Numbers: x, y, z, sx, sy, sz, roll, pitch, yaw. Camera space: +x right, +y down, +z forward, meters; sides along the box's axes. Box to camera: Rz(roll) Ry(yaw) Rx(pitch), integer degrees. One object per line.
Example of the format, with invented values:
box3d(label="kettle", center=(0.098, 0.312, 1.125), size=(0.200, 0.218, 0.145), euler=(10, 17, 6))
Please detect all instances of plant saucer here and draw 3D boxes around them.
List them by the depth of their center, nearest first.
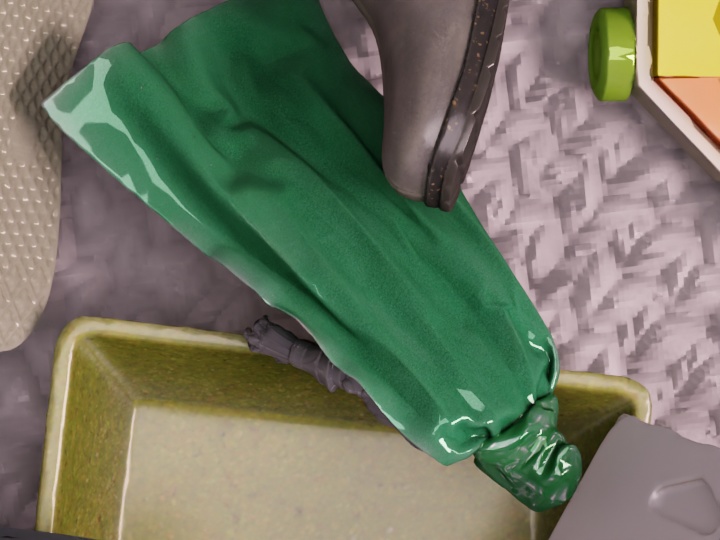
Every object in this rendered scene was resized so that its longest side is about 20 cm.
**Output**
box3d(label="plant saucer", center=(-0.014, 0.124, 0.957), size=(0.199, 0.048, 0.201), euler=(7, 90, -6))

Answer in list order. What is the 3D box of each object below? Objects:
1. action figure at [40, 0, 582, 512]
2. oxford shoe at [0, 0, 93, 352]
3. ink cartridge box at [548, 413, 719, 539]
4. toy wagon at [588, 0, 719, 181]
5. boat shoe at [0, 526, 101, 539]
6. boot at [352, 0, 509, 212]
box3d(label="action figure", center=(0.000, 0.000, 0.917), size=(0.118, 0.055, 0.200), euler=(-32, 71, -33))
box3d(label="oxford shoe", center=(-0.128, -0.073, 0.934), size=(0.058, 0.075, 0.201), euler=(7, 89, 30))
box3d(label="ink cartridge box", center=(0.164, 0.139, 0.899), size=(0.200, 0.145, 0.084), euler=(34, 84, -23))
box3d(label="toy wagon", center=(0.156, -0.085, 0.972), size=(0.155, 0.040, 0.201), euler=(0, 91, -5))
box3d(label="boat shoe", center=(-0.125, 0.127, 0.896), size=(0.200, 0.071, 0.091), euler=(6, 92, 38))
box3d(label="boot", center=(-0.017, -0.114, 0.924), size=(0.130, 0.068, 0.201), euler=(6, 64, -4))
